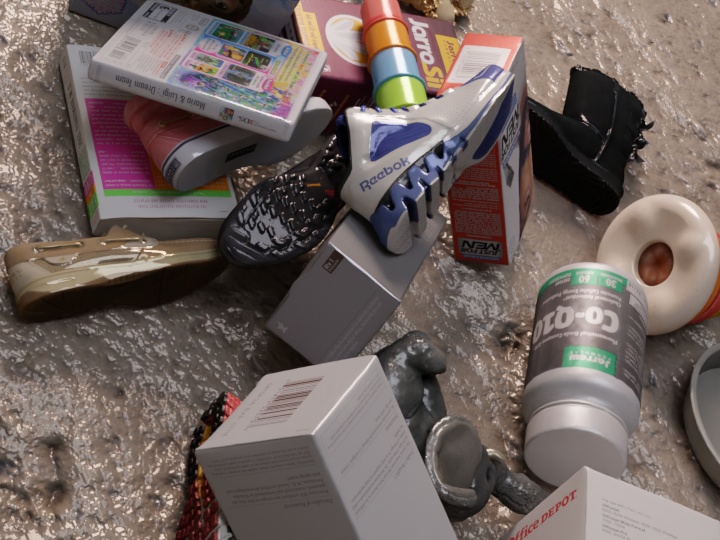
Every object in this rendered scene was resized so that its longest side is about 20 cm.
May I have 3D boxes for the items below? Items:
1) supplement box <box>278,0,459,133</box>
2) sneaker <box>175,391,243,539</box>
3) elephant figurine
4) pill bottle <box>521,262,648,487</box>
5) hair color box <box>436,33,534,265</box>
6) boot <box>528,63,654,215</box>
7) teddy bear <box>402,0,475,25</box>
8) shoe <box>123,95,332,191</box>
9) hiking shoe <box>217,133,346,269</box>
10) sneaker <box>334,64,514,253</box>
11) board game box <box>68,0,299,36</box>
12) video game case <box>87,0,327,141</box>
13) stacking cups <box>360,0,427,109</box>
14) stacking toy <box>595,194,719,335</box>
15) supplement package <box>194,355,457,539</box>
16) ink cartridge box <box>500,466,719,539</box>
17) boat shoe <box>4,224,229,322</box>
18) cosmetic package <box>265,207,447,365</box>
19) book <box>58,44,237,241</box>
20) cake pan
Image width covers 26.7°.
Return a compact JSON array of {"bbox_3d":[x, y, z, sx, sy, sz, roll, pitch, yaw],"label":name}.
[{"bbox_3d":[0.006,-0.204,1.557,0.198,0.086,0.111,5,55,-30],"label":"supplement box"},{"bbox_3d":[-0.095,0.192,1.209,0.082,0.078,0.201,24,50,-20],"label":"sneaker"},{"bbox_3d":[0.059,0.162,1.298,0.154,0.142,0.201,-33,90,-7],"label":"elephant figurine"},{"bbox_3d":[0.213,0.100,1.445,0.112,0.113,0.201,26,47,-13],"label":"pill bottle"},{"bbox_3d":[0.126,-0.118,1.495,0.063,0.201,0.111,8,44,18],"label":"hair color box"},{"bbox_3d":[0.235,-0.169,1.686,0.198,0.073,0.163,36,48,-14],"label":"boot"},{"bbox_3d":[0.050,-0.353,1.721,0.199,0.067,0.146,34,55,-15],"label":"teddy bear"},{"bbox_3d":[-0.119,-0.142,1.384,0.199,0.072,0.091,-24,66,-41],"label":"shoe"},{"bbox_3d":[-0.065,-0.046,1.365,0.076,0.101,0.200,50,47,2],"label":"hiking shoe"},{"bbox_3d":[0.043,-0.120,1.324,0.115,0.081,0.200,33,66,17],"label":"sneaker"},{"bbox_3d":[-0.153,-0.291,1.444,0.198,0.200,0.041,18,50,-19],"label":"board game box"},{"bbox_3d":[-0.131,-0.185,1.365,0.180,0.024,0.200,18,26,0],"label":"video game case"},{"bbox_3d":[0.038,-0.185,1.464,0.060,0.061,0.201,12,49,-25],"label":"stacking cups"},{"bbox_3d":[0.358,0.009,1.621,0.199,0.146,0.147,17,47,-46],"label":"stacking toy"},{"bbox_3d":[-0.019,0.186,1.169,0.117,0.116,0.201,-46,118,-52],"label":"supplement package"},{"bbox_3d":[0.206,0.299,1.270,0.144,0.147,0.201,23,49,-16],"label":"ink cartridge box"},{"bbox_3d":[-0.203,-0.009,1.293,0.199,0.071,0.065,-9,63,-35],"label":"boat shoe"},{"bbox_3d":[0.000,0.000,1.353,0.090,0.107,0.200,37,29,-4],"label":"cosmetic package"},{"bbox_3d":[-0.197,-0.119,1.397,0.132,0.048,0.201,3,54,-29],"label":"book"},{"bbox_3d":[0.415,0.168,1.573,0.199,0.037,0.202,17,50,-22],"label":"cake pan"}]
